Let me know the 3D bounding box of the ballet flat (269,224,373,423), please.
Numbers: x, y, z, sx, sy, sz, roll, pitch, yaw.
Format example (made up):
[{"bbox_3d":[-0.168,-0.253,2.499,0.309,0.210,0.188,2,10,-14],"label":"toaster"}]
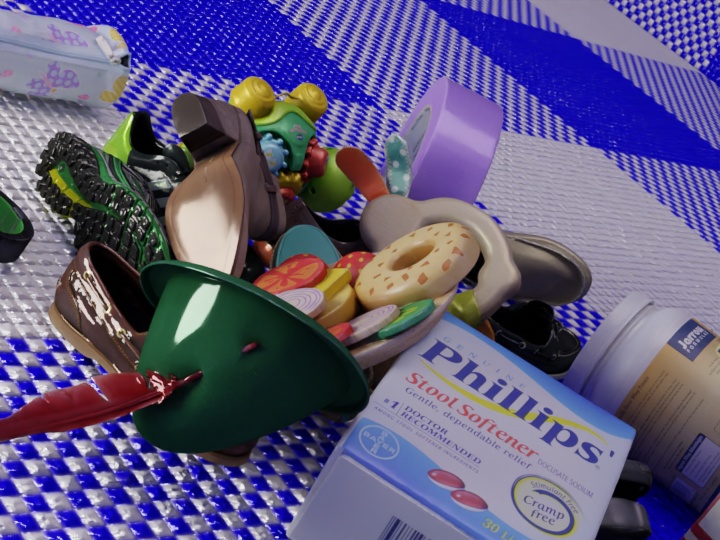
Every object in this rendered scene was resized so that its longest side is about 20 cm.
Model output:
[{"bbox_3d":[-0.036,0.047,1.184,0.070,0.065,0.200,-5,44,-8],"label":"ballet flat"}]

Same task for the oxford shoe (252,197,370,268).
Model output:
[{"bbox_3d":[0.000,0.000,1.304,0.200,0.073,0.071,27,18,-33],"label":"oxford shoe"}]

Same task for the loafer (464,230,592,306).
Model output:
[{"bbox_3d":[0.151,-0.005,1.517,0.199,0.076,0.068,18,25,-4],"label":"loafer"}]

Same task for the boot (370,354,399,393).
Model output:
[{"bbox_3d":[0.082,0.105,1.202,0.200,0.076,0.074,28,21,-8],"label":"boot"}]

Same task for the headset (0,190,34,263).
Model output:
[{"bbox_3d":[-0.339,-0.052,1.061,0.200,0.094,0.124,27,13,-48],"label":"headset"}]

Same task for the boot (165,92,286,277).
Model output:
[{"bbox_3d":[-0.103,-0.054,1.186,0.146,0.070,0.201,42,37,-63],"label":"boot"}]

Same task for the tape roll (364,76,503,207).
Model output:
[{"bbox_3d":[0.066,-0.089,1.416,0.066,0.200,0.200,25,23,-9],"label":"tape roll"}]

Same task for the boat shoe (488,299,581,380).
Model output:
[{"bbox_3d":[0.163,0.060,1.397,0.199,0.066,0.075,7,32,-43],"label":"boat shoe"}]

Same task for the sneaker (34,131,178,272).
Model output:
[{"bbox_3d":[-0.193,-0.046,1.182,0.085,0.078,0.200,13,29,-44],"label":"sneaker"}]

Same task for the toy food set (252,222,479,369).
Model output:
[{"bbox_3d":[-0.019,0.025,1.073,0.200,0.049,0.198,-1,27,37],"label":"toy food set"}]

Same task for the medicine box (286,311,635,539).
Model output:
[{"bbox_3d":[0.077,0.151,1.019,0.182,0.103,0.200,32,37,5],"label":"medicine box"}]

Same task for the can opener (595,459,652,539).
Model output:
[{"bbox_3d":[0.161,0.170,1.175,0.200,0.063,0.079,18,26,-27],"label":"can opener"}]

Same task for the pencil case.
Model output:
[{"bbox_3d":[-0.316,-0.204,1.351,0.200,0.083,0.091,3,13,-45],"label":"pencil case"}]

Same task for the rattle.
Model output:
[{"bbox_3d":[0.057,-0.014,1.295,0.200,0.130,0.143,44,2,25],"label":"rattle"}]

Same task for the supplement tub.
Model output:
[{"bbox_3d":[0.302,0.126,1.329,0.200,0.145,0.144,38,24,17],"label":"supplement tub"}]

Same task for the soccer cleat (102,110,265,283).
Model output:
[{"bbox_3d":[-0.153,-0.062,1.254,0.200,0.081,0.067,41,26,20],"label":"soccer cleat"}]

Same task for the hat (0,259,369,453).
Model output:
[{"bbox_3d":[-0.119,0.107,0.909,0.200,0.176,0.166,14,-29,33],"label":"hat"}]

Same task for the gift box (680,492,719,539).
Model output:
[{"bbox_3d":[0.327,0.240,1.076,0.200,0.185,0.187,12,30,-48],"label":"gift box"}]

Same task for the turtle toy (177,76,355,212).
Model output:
[{"bbox_3d":[-0.083,-0.104,1.378,0.200,0.146,0.101,-1,59,-50],"label":"turtle toy"}]

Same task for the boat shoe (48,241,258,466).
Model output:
[{"bbox_3d":[-0.146,0.058,1.036,0.200,0.070,0.070,38,22,16],"label":"boat shoe"}]
